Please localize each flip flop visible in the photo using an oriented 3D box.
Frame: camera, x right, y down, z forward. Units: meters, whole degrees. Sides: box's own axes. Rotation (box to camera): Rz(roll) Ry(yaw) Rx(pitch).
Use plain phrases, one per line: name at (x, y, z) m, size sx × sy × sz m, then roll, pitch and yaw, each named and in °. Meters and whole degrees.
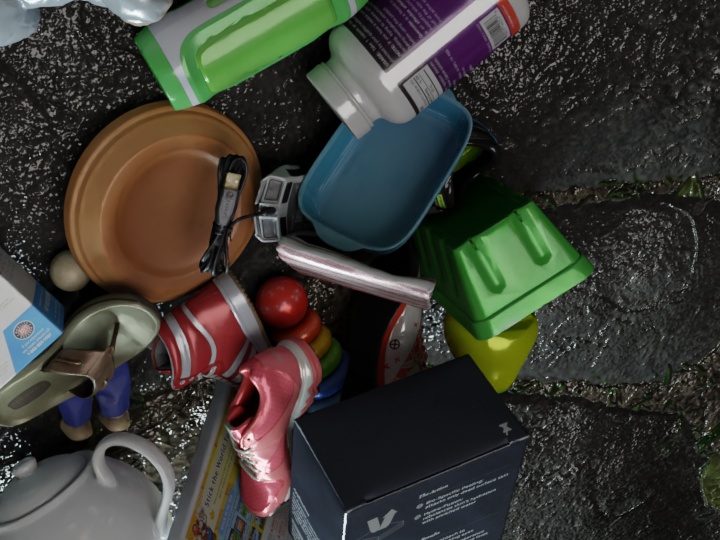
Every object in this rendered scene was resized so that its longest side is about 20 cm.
flip flop at (-0.266, 0.093, 1.185) m, size 0.200 × 0.058 × 0.081 m, roll -33°, pitch 134°, yaw 9°

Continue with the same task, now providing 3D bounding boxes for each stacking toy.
stacking toy at (-0.048, 0.088, 1.336) m, size 0.085 × 0.085 × 0.200 m, roll -29°, pitch 121°, yaw -5°

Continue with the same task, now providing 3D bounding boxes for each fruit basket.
fruit basket at (0.141, 0.022, 1.299) m, size 0.155 × 0.216 × 0.216 m, roll -32°, pitch 126°, yaw -4°

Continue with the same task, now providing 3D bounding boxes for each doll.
doll at (-0.273, 0.072, 1.242) m, size 0.136 × 0.048 × 0.201 m, roll -11°, pitch 122°, yaw -19°

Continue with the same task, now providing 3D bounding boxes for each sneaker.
sneaker at (0.043, 0.085, 1.345) m, size 0.108 × 0.067 × 0.202 m, roll 31°, pitch 65°, yaw -45°
sneaker at (-0.103, 0.158, 1.256) m, size 0.087 × 0.074 × 0.201 m, roll -11°, pitch 122°, yaw -42°
sneaker at (-0.144, 0.094, 1.281) m, size 0.112 × 0.071 × 0.200 m, roll -32°, pitch 137°, yaw -11°
sneaker at (0.052, -0.086, 1.261) m, size 0.199 × 0.083 × 0.071 m, roll -32°, pitch 128°, yaw -13°

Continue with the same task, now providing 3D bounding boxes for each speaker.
speaker at (-0.095, -0.222, 1.127) m, size 0.200 × 0.088 × 0.089 m, roll -30°, pitch 126°, yaw -5°

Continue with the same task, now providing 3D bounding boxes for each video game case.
video game case at (-0.114, 0.240, 1.336) m, size 0.023 × 0.200 × 0.182 m, roll -14°, pitch 134°, yaw 31°

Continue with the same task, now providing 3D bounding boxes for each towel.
towel at (0.000, 0.000, 1.205) m, size 0.146 × 0.200 × 0.030 m, roll 16°, pitch 86°, yaw 3°

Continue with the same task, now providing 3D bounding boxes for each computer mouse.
computer mouse at (-0.082, -0.061, 1.214) m, size 0.200 × 0.044 × 0.110 m, roll -14°, pitch 115°, yaw -56°

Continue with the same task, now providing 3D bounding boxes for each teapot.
teapot at (-0.290, 0.245, 1.265) m, size 0.200 × 0.197 × 0.146 m, roll -36°, pitch 107°, yaw -21°

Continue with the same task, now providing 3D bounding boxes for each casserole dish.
casserole dish at (0.026, -0.096, 1.218) m, size 0.200 × 0.121 × 0.039 m, roll -58°, pitch 161°, yaw -19°

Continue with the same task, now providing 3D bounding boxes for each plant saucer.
plant saucer at (-0.176, -0.058, 1.193) m, size 0.200 × 0.037 × 0.201 m, roll -16°, pitch 121°, yaw -29°

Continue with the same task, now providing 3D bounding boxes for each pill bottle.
pill bottle at (0.050, -0.214, 1.178) m, size 0.200 × 0.112 × 0.112 m, roll -39°, pitch 126°, yaw 2°

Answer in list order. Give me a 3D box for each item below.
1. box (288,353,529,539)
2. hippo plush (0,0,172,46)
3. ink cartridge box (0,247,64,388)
box at (0.041, 0.212, 1.255) m, size 0.196 × 0.118 × 0.200 m, roll -18°, pitch 142°, yaw -21°
hippo plush at (-0.253, -0.222, 1.005) m, size 0.161 × 0.200 × 0.159 m, roll -39°, pitch 105°, yaw 11°
ink cartridge box at (-0.375, 0.014, 1.135) m, size 0.115 × 0.068 × 0.200 m, roll -41°, pitch 112°, yaw 5°
